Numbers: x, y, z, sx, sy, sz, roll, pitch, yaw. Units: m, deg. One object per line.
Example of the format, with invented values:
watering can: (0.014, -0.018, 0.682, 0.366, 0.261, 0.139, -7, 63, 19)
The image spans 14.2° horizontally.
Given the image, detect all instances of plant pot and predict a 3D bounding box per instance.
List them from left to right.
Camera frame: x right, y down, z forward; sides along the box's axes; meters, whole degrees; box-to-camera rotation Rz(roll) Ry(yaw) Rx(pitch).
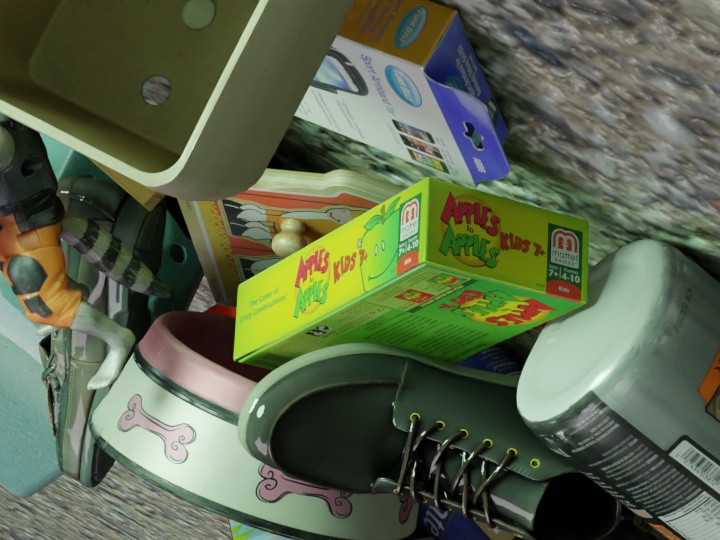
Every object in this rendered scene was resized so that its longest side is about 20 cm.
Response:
plant pot: (-0.195, -0.007, 1.828, 0.195, 0.197, 0.200, 38, 144, -22)
plant pot: (-0.096, -0.139, 1.277, 0.199, 0.201, 0.177, 26, 173, 18)

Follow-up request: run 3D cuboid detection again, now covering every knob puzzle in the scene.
knob puzzle: (0.000, 0.000, 1.641, 0.218, 0.031, 0.220, 9, 156, 4)

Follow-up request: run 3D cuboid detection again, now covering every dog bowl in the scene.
dog bowl: (-0.051, 0.087, 1.653, 0.199, 0.074, 0.200, 20, -170, -3)

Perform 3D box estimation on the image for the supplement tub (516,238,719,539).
supplement tub: (0.190, 0.086, 1.505, 0.200, 0.123, 0.122, 37, 163, -18)

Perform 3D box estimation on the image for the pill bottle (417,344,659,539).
pill bottle: (0.093, 0.133, 1.740, 0.200, 0.112, 0.112, 46, 169, 20)

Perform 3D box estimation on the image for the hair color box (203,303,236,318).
hair color box: (-0.064, 0.064, 1.850, 0.101, 0.062, 0.200, 8, 157, -29)

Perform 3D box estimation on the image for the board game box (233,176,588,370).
board game box: (0.024, 0.012, 1.548, 0.101, 0.048, 0.200, 14, 157, -28)

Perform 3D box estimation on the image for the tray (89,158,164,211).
tray: (-0.174, -0.114, 1.617, 0.099, 0.037, 0.200, 42, -177, -37)

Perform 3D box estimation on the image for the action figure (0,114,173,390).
action figure: (-0.194, -0.047, 1.601, 0.194, 0.104, 0.200, 62, -178, -25)

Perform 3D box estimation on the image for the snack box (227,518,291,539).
snack box: (-0.027, 0.202, 1.775, 0.200, 0.067, 0.170, -113, 2, -76)

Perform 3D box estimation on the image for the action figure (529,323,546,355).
action figure: (0.156, 0.080, 1.681, 0.065, 0.052, 0.200, -1, 139, 52)

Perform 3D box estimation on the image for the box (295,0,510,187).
box: (-0.009, -0.109, 1.454, 0.199, 0.042, 0.119, 21, 160, 25)

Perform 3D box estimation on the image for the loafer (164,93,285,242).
loafer: (-0.086, -0.046, 1.708, 0.073, 0.072, 0.200, 24, 161, 25)

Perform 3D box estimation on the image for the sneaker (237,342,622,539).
sneaker: (0.040, 0.095, 1.529, 0.199, 0.075, 0.106, 3, -157, -27)

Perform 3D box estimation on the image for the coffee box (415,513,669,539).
coffee box: (0.127, 0.198, 1.837, 0.199, 0.080, 0.113, -6, 163, 20)

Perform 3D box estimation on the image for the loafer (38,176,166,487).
loafer: (-0.160, 0.033, 1.708, 0.063, 0.072, 0.201, 20, 120, 12)
